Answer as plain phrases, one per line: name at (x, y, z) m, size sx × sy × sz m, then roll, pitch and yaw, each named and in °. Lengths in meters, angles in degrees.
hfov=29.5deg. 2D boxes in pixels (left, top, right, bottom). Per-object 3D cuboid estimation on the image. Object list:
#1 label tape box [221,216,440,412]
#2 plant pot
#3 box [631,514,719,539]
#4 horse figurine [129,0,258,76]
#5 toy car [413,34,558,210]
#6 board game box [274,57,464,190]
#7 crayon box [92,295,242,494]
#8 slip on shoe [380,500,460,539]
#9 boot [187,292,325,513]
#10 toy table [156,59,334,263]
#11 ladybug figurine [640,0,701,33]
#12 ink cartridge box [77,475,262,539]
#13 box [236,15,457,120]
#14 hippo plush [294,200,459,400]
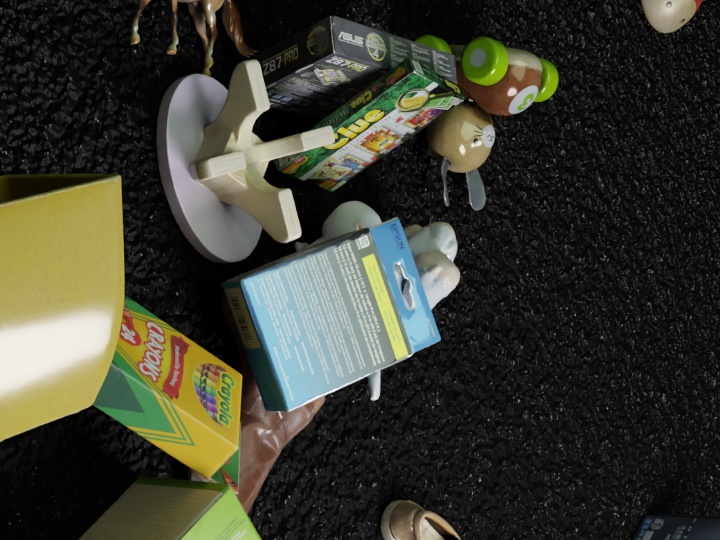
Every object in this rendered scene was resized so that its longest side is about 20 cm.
label tape box at (-0.029, 0.045, 1.441) m, size 0.198 × 0.066 × 0.145 m, roll -23°, pitch 95°, yaw -28°
plant pot at (-0.319, 0.034, 1.177) m, size 0.193 × 0.194 × 0.203 m, roll -19°, pitch 106°, yaw -45°
box at (0.435, 0.431, 1.918) m, size 0.200 × 0.156 × 0.051 m, roll -51°, pitch 120°, yaw -35°
horse figurine at (-0.180, -0.282, 1.430) m, size 0.199 × 0.049 × 0.135 m, roll 15°, pitch 75°, yaw -59°
toy car at (0.143, -0.177, 1.706) m, size 0.163 × 0.156 × 0.203 m, roll 5°, pitch 93°, yaw -55°
board game box at (0.009, -0.158, 1.514) m, size 0.104 × 0.199 × 0.024 m, roll 19°, pitch 45°, yaw -50°
crayon box at (-0.182, 0.115, 1.321) m, size 0.199 × 0.051 × 0.127 m, roll 37°, pitch 21°, yaw -21°
slip on shoe at (0.103, 0.347, 1.656) m, size 0.201 × 0.060 × 0.076 m, roll 52°, pitch 53°, yaw -29°
boot at (-0.137, 0.151, 1.440) m, size 0.201 × 0.064 × 0.187 m, roll -51°, pitch 118°, yaw -31°
toy table at (-0.126, -0.114, 1.436) m, size 0.183 × 0.116 × 0.202 m, roll -36°, pitch 110°, yaw -42°
ladybug figurine at (0.496, -0.468, 2.140) m, size 0.135 × 0.071 × 0.203 m, roll 32°, pitch 64°, yaw -39°
ink cartridge box at (-0.212, 0.288, 1.281) m, size 0.200 × 0.147 × 0.076 m, roll -46°, pitch 118°, yaw -37°
box at (-0.015, -0.215, 1.527) m, size 0.198 × 0.160 × 0.050 m, roll 8°, pitch 74°, yaw -44°
hippo plush at (0.000, 0.000, 1.563) m, size 0.160 × 0.160 × 0.201 m, roll 31°, pitch 106°, yaw -20°
